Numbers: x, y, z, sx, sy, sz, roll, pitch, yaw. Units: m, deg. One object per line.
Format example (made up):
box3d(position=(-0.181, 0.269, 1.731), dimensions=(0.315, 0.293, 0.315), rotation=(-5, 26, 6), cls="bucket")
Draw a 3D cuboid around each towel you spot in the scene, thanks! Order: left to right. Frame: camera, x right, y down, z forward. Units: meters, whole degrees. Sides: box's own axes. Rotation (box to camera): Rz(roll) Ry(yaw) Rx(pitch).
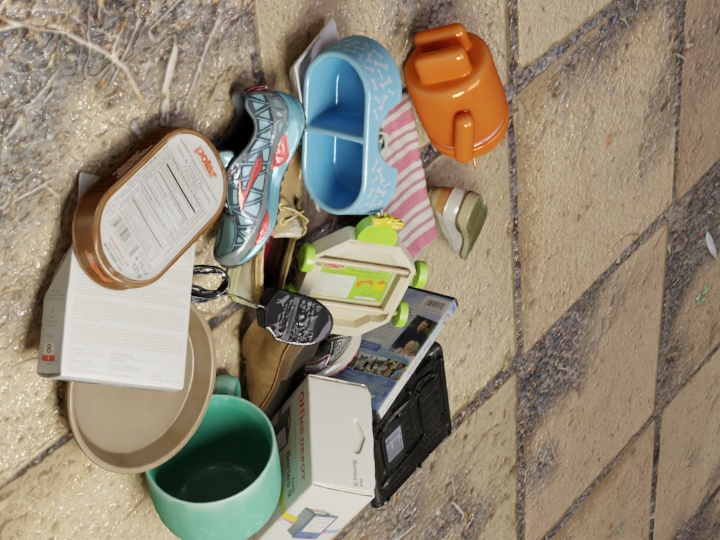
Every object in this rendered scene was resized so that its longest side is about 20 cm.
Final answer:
box3d(position=(0.049, -0.106, 1.748), dimensions=(0.146, 0.030, 0.202), rotation=(-47, 130, -54), cls="towel")

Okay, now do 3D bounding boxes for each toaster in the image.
box3d(position=(0.027, 0.183, 1.872), dimensions=(0.181, 0.118, 0.202), rotation=(-43, 141, -33), cls="toaster")

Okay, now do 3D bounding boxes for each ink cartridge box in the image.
box3d(position=(-0.245, 0.016, 1.433), dimensions=(0.161, 0.050, 0.203), rotation=(13, 76, -47), cls="ink cartridge box")
box3d(position=(-0.063, 0.237, 1.669), dimensions=(0.087, 0.147, 0.200), rotation=(14, 142, -24), cls="ink cartridge box")

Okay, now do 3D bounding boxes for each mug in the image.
box3d(position=(-0.155, 0.226, 1.608), dimensions=(0.185, 0.151, 0.115), rotation=(-44, 147, -32), cls="mug")

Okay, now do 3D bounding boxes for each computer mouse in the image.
box3d(position=(-0.122, 0.037, 1.572), dimensions=(0.198, 0.034, 0.059), rotation=(20, 88, -19), cls="computer mouse")

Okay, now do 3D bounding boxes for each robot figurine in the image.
box3d(position=(0.123, -0.218, 1.772), dimensions=(0.116, 0.144, 0.201), rotation=(-41, 142, -9), cls="robot figurine")

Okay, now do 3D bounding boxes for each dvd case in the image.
box3d(position=(0.016, 0.092, 1.762), dimensions=(0.201, 0.141, 0.018), rotation=(-53, 140, -31), cls="dvd case")

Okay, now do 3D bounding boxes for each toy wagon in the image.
box3d(position=(0.000, 0.000, 1.636), dimensions=(0.153, 0.040, 0.201), rotation=(8, 133, -20), cls="toy wagon")

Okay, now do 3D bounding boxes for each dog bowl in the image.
box3d(position=(-0.015, -0.154, 1.549), dimensions=(0.049, 0.111, 0.203), rotation=(-23, 122, -49), cls="dog bowl")

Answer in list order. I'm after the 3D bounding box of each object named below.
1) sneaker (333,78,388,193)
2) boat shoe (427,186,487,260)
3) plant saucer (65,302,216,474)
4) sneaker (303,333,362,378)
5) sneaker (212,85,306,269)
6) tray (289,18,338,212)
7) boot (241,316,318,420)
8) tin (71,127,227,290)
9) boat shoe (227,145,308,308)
box3d(position=(-0.001, -0.162, 1.620), dimensions=(0.073, 0.070, 0.203), rotation=(-33, 130, -61), cls="sneaker")
box3d(position=(0.128, -0.072, 1.911), dimensions=(0.075, 0.068, 0.200), rotation=(-64, 168, -13), cls="boat shoe")
box3d(position=(-0.237, 0.117, 1.509), dimensions=(0.199, 0.029, 0.203), rotation=(-15, 112, -44), cls="plant saucer")
box3d(position=(-0.029, 0.046, 1.748), dimensions=(0.201, 0.080, 0.075), rotation=(-58, 146, -21), cls="sneaker")
box3d(position=(-0.135, -0.104, 1.530), dimensions=(0.095, 0.079, 0.203), rotation=(15, 92, -40), cls="sneaker")
box3d(position=(-0.047, -0.178, 1.623), dimensions=(0.108, 0.022, 0.202), rotation=(-56, 149, -43), cls="tray")
box3d(position=(-0.112, 0.122, 1.686), dimensions=(0.073, 0.075, 0.201), rotation=(-36, 159, -46), cls="boot")
box3d(position=(-0.207, -0.063, 1.419), dimensions=(0.200, 0.041, 0.113), rotation=(-51, 127, -37), cls="tin")
box3d(position=(-0.094, -0.051, 1.606), dimensions=(0.074, 0.066, 0.203), rotation=(-3, 111, -54), cls="boat shoe")
